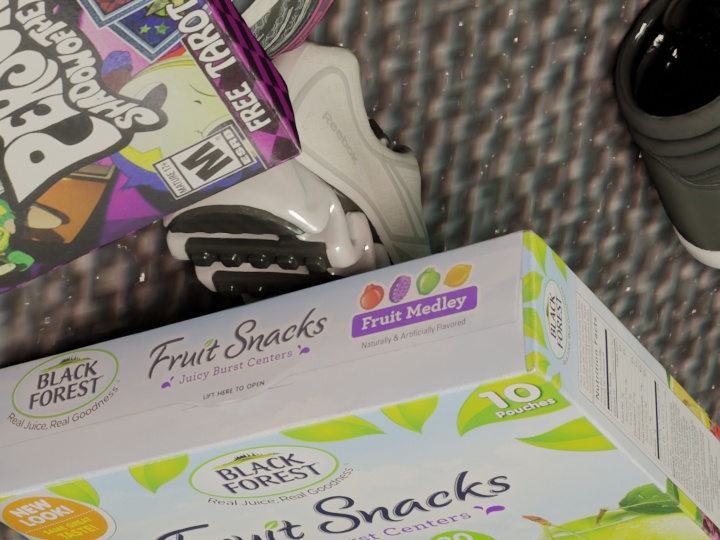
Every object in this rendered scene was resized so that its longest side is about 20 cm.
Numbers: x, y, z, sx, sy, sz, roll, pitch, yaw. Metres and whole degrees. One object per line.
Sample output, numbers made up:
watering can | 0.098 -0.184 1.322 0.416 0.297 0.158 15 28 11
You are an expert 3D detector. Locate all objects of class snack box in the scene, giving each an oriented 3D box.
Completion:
snack box | -0.002 0.061 0.797 0.199 0.053 0.142 -15 144 27

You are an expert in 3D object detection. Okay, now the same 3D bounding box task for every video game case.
video game case | -0.135 -0.064 0.648 0.180 0.036 0.200 -24 137 8

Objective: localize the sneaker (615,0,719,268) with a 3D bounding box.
sneaker | 0.172 -0.098 0.905 0.200 0.071 0.099 -48 139 0

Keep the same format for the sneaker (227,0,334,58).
sneaker | -0.005 -0.151 0.723 0.200 0.081 0.075 -54 154 14

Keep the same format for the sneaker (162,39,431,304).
sneaker | 0.000 0.000 0.832 0.200 0.075 0.081 64 35 -57
